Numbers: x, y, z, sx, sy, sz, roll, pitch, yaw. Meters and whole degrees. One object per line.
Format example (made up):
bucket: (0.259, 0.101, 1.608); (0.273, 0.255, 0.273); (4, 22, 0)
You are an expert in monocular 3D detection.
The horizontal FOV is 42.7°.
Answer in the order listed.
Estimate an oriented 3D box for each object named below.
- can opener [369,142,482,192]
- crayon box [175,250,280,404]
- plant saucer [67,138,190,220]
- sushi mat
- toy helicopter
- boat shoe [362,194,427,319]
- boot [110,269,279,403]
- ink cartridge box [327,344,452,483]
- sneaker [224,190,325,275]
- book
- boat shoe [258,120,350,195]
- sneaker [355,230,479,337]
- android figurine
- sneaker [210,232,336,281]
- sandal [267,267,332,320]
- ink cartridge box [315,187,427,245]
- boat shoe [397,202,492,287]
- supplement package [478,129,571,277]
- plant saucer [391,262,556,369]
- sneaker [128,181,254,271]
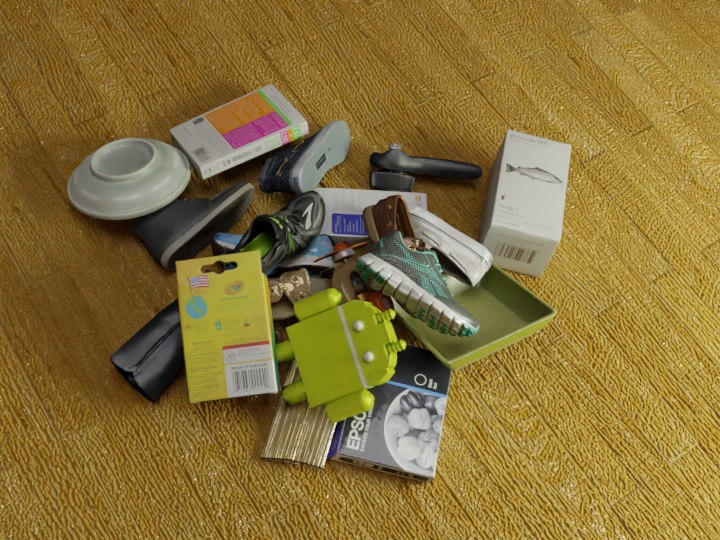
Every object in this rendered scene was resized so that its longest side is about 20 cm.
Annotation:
can opener: (0.111, -0.177, 1.586); (0.198, 0.079, 0.063); (0, 20, -11)
crayon box: (-0.187, 0.080, 1.301); (0.126, 0.051, 0.202); (-6, 85, 0)
plant saucer: (-0.373, -0.162, 1.473); (0.198, 0.050, 0.201); (-3, 43, 2)
sushi mat: (-0.071, 0.187, 1.342); (0.095, 0.012, 0.201); (7, 60, 18)
toy helicopter: (0.000, 0.000, 1.414); (0.133, 0.079, 0.200); (52, 29, -14)
boat shoe: (0.065, -0.025, 1.393); (0.072, 0.067, 0.201); (14, 50, -52)
boot: (-0.242, 0.115, 1.352); (0.164, 0.066, 0.200); (36, 60, 16)
ink cartridge box: (0.026, 0.194, 1.355); (0.198, 0.043, 0.199); (12, 59, 2)
sneaker: (-0.119, -0.054, 1.371); (0.071, 0.083, 0.199); (41, 58, 11)
book: (-0.204, -0.233, 1.551); (0.199, 0.048, 0.134); (-26, 45, -19)
boat shoe: (-0.094, -0.195, 1.555); (0.090, 0.071, 0.200); (3, 35, 28)
sneaker: (0.095, 0.015, 1.320); (0.199, 0.078, 0.091); (36, 70, 2)
android figurine: (-0.031, 0.117, 1.305); (0.199, 0.041, 0.183); (-21, 77, 18)
sneaker: (-0.136, -0.034, 1.453); (0.198, 0.079, 0.091); (8, 57, -10)
sandal: (-0.085, 0.022, 1.384); (0.210, 0.070, 0.078); (-1, 48, -34)
ink cartridge box: (0.014, -0.087, 1.525); (0.198, 0.037, 0.095); (4, 60, -8)
boat shoe: (0.108, -0.040, 1.453); (0.199, 0.072, 0.066); (32, 66, 11)
supplement package: (0.270, -0.111, 1.525); (0.116, 0.118, 0.201); (13, 58, 1)
plant saucer: (0.163, 0.073, 1.406); (0.199, 0.048, 0.200); (-22, 35, -19)
sneaker: (-0.268, -0.099, 1.471); (0.106, 0.075, 0.200); (41, 64, 17)
